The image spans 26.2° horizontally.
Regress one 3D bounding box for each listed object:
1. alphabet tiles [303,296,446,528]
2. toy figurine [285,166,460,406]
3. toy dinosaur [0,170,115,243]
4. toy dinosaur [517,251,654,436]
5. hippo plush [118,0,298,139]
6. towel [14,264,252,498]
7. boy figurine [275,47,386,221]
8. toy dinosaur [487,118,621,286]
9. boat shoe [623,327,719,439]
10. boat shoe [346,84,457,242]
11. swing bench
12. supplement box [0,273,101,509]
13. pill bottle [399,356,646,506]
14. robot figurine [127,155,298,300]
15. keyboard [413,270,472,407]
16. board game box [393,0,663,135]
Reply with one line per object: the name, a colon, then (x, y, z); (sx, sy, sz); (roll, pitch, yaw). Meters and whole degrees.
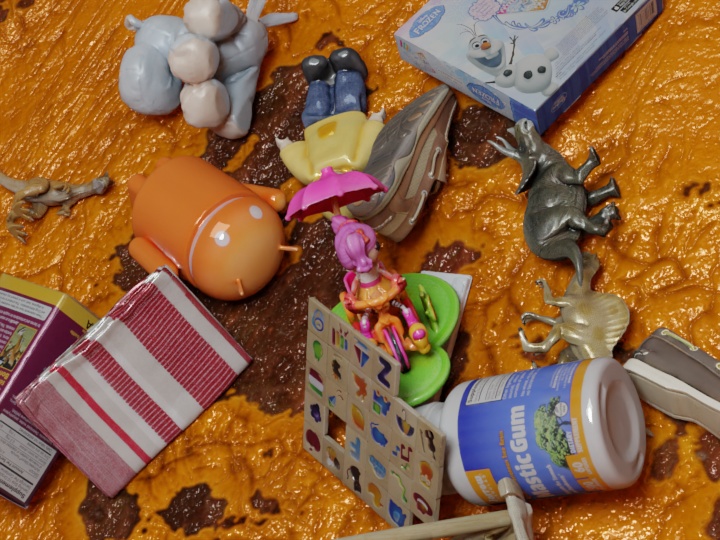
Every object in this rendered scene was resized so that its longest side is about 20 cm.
alphabet tiles: (0.009, 0.139, 1.388); (0.007, 0.169, 0.200); (-17, 35, -33)
toy figurine: (0.000, 0.000, 1.417); (0.149, 0.185, 0.201); (-24, 34, 2)
toy dinosaur: (-0.371, -0.088, 1.762); (0.198, 0.061, 0.106); (10, 42, 22)
toy dinosaur: (0.200, 0.063, 1.413); (0.100, 0.058, 0.202); (-18, 57, 12)
hippo plush: (-0.195, -0.248, 1.701); (0.159, 0.159, 0.202); (8, 66, 26)
towel: (-0.221, 0.110, 1.528); (0.200, 0.144, 0.023); (-43, 22, -4)
boy figurine: (-0.032, -0.133, 1.624); (0.123, 0.065, 0.202); (-9, 56, 16)
toy dinosaur: (0.192, -0.054, 1.481); (0.102, 0.077, 0.202); (-20, 56, 24)
boat shoe: (0.319, 0.114, 1.324); (0.199, 0.072, 0.060); (29, 69, 32)
boat shoe: (0.052, -0.107, 1.570); (0.075, 0.072, 0.201); (-19, 32, 48)
swing bench: (0.075, 0.311, 1.287); (0.198, 0.130, 0.200); (-18, 56, 7)
supplement box: (-0.352, 0.120, 1.580); (0.130, 0.103, 0.201); (15, 68, 46)
pill bottle: (0.138, 0.145, 1.350); (0.199, 0.112, 0.113); (-14, 57, 31)
robot figurine: (-0.156, -0.045, 1.595); (0.199, 0.143, 0.117); (34, 107, 35)
keyboard: (0.058, 0.091, 1.490); (0.056, 0.011, 0.202); (2, 63, 31)
board game box: (0.172, -0.254, 1.595); (0.198, 0.044, 0.200); (34, 69, 33)
